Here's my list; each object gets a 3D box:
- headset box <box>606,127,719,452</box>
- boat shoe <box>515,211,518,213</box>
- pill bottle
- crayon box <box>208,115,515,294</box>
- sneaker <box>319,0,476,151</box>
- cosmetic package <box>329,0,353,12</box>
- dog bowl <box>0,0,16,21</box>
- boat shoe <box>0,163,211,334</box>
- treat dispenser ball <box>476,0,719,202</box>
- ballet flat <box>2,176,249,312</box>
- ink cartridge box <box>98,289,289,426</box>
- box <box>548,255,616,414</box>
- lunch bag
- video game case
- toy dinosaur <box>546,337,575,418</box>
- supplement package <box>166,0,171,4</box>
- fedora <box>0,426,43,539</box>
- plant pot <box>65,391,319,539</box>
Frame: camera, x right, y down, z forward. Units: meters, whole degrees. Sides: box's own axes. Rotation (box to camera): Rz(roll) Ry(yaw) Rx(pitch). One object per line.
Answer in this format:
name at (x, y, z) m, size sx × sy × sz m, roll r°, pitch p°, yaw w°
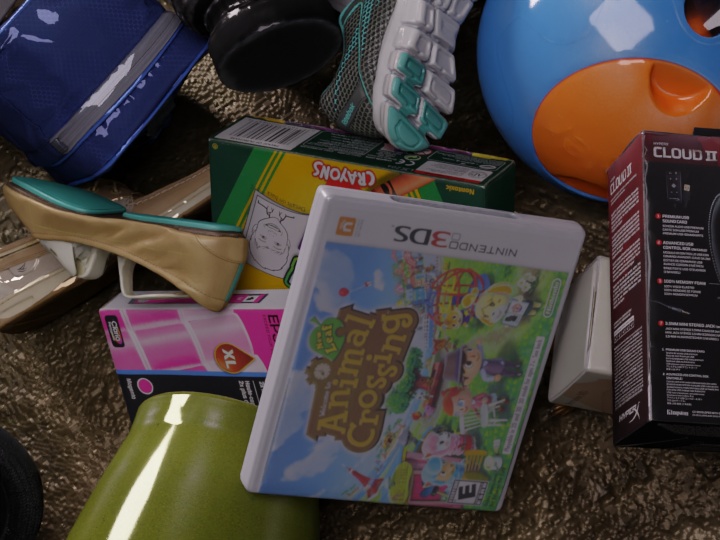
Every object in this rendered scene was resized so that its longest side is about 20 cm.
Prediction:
headset box at (0.231, 0.006, 1.270) m, size 0.148 × 0.077 × 0.201 m, roll 3°, pitch 72°, yaw -11°
boat shoe at (0.025, -0.024, 1.439) m, size 0.199 × 0.076 × 0.072 m, roll 3°, pitch 76°, yaw 10°
pill bottle at (-0.082, -0.223, 1.371) m, size 0.111 × 0.112 × 0.201 m, roll -21°, pitch 68°, yaw 3°
crayon box at (0.000, 0.000, 1.381) m, size 0.199 × 0.058 × 0.174 m, roll 11°, pitch 116°, yaw 24°
sneaker at (0.025, -0.175, 1.367) m, size 0.091 × 0.077 × 0.201 m, roll 4°, pitch 68°, yaw 42°
cosmetic package at (0.060, -0.255, 1.441) m, size 0.199 × 0.102 × 0.074 m, roll -21°, pitch 34°, yaw -24°
dog bowl at (-0.310, -0.183, 1.488) m, size 0.059 × 0.200 × 0.200 m, roll 43°, pitch 84°, yaw -23°
boat shoe at (-0.183, -0.031, 1.476) m, size 0.199 × 0.074 × 0.069 m, roll -29°, pitch 78°, yaw 1°
treat dispenser ball at (0.177, -0.145, 1.382) m, size 0.200 × 0.201 × 0.202 m, roll -2°, pitch 75°, yaw 8°
ballet flat at (-0.165, -0.016, 1.393) m, size 0.199 × 0.069 × 0.063 m, roll 14°, pitch 97°, yaw 32°
ink cartridge box at (-0.077, 0.061, 1.398) m, size 0.199 × 0.037 × 0.095 m, roll -2°, pitch 113°, yaw 28°
box at (0.230, 0.057, 1.344) m, size 0.199 × 0.095 × 0.078 m, roll 11°, pitch 72°, yaw -7°
lunch bag at (-0.190, -0.133, 1.446) m, size 0.132 × 0.200 × 0.136 m, roll 43°, pitch 79°, yaw -11°
video game case at (0.033, 0.053, 1.302) m, size 0.181 × 0.022 × 0.201 m, roll 7°, pitch 110°, yaw -24°
toy dinosaur at (0.133, 0.035, 1.415) m, size 0.199 × 0.060 × 0.107 m, roll -28°, pitch 71°, yaw 0°
supplement package at (-0.060, -0.268, 1.502) m, size 0.114 × 0.110 × 0.200 m, roll 36°, pitch 83°, yaw 16°
fedora at (-0.312, 0.145, 1.429) m, size 0.199 × 0.201 × 0.092 m, roll -15°, pitch 37°, yaw 5°
plant pot at (-0.107, 0.190, 1.355) m, size 0.199 × 0.201 × 0.194 m, roll 10°, pitch 65°, yaw 12°
